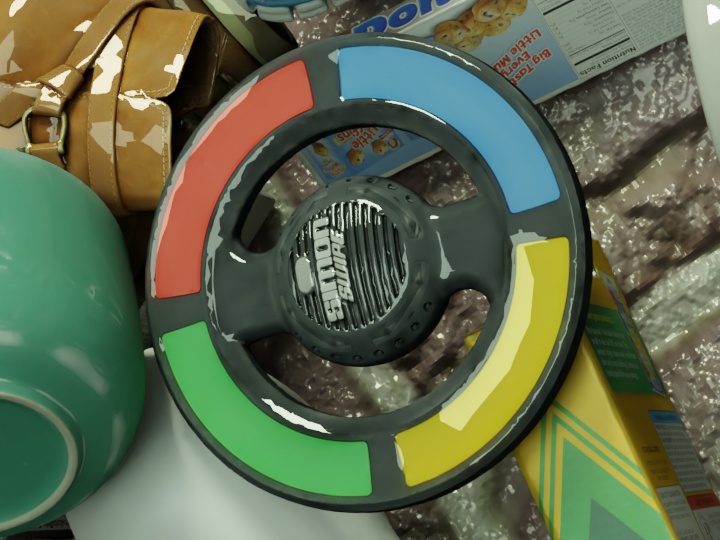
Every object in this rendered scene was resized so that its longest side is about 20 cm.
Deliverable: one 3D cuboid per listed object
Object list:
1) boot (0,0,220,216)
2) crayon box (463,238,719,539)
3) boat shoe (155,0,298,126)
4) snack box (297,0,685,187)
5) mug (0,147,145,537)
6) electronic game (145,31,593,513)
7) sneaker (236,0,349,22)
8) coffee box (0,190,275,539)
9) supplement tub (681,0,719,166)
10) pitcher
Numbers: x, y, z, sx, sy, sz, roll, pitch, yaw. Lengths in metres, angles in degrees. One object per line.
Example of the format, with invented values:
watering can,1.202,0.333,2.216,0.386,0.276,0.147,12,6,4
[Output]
boot,-0.148,-0.037,1.028,0.155,0.077,0.201,10,80,17
crayon box,0.109,0.082,0.981,0.051,0.126,0.201,-26,78,16
boat shoe,-0.119,-0.159,1.102,0.068,0.072,0.200,-42,75,11
snack box,0.055,-0.102,1.041,0.200,0.072,0.024,-25,39,16
mug,-0.161,0.051,0.965,0.152,0.185,0.115,-22,43,7
electronic game,0.000,0.000,0.941,0.199,0.042,0.201,-3,82,23
sneaker,0.018,-0.172,1.000,0.200,0.087,0.075,-26,77,13
coffee box,-0.147,0.018,1.096,0.113,0.080,0.200,34,97,19
supplement tub,0.245,-0.097,0.935,0.199,0.145,0.146,-15,82,18
pitcher,-0.057,0.142,1.021,0.200,0.121,0.172,37,68,19
